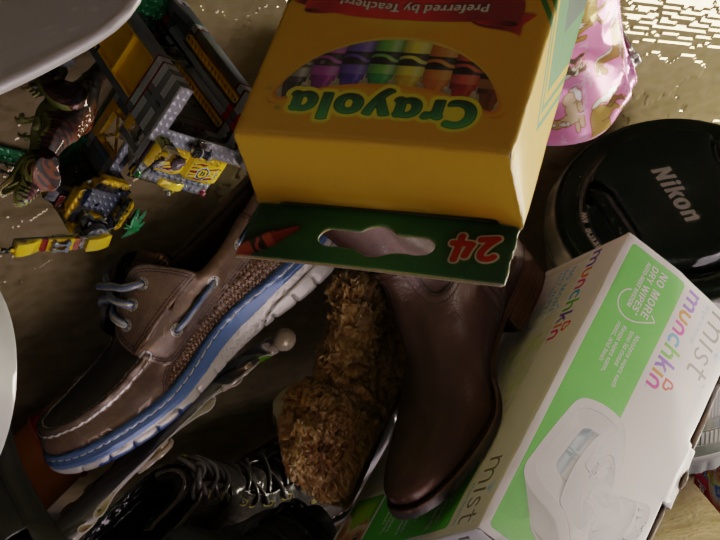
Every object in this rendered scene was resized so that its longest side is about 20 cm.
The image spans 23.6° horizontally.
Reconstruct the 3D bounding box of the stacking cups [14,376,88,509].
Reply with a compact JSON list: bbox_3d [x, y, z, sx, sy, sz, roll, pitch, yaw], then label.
[{"bbox_3d":[-0.210,0.143,0.979,0.200,0.061,0.060,-41,143,4],"label":"stacking cups"}]

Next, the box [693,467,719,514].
[{"bbox_3d":[0.388,0.143,1.435,0.199,0.100,0.096,-26,142,-16],"label":"box"}]

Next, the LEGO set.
[{"bbox_3d":[-0.137,-0.062,0.770,0.154,0.116,0.200,-48,142,13],"label":"LEGO set"}]

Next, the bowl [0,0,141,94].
[{"bbox_3d":[-0.195,-0.144,0.616,0.199,0.075,0.201,-23,98,-17],"label":"bowl"}]

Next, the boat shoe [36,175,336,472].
[{"bbox_3d":[-0.103,0.021,0.917,0.200,0.072,0.073,-44,114,-16],"label":"boat shoe"}]

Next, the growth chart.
[{"bbox_3d":[-0.128,0.111,0.958,0.200,0.018,0.145,-45,-174,-27],"label":"growth chart"}]

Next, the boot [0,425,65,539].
[{"bbox_3d":[-0.243,0.152,0.895,0.077,0.139,0.200,16,119,-48],"label":"boot"}]

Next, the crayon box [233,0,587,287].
[{"bbox_3d":[0.026,-0.089,0.764,0.126,0.201,0.051,5,143,18],"label":"crayon box"}]

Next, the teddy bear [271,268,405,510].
[{"bbox_3d":[0.005,0.036,0.999,0.201,0.066,0.145,-66,172,7],"label":"teddy bear"}]

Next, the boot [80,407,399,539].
[{"bbox_3d":[-0.068,0.132,1.041,0.200,0.069,0.174,-42,159,8],"label":"boot"}]

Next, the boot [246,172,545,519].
[{"bbox_3d":[0.000,0.000,0.882,0.064,0.187,0.200,-16,129,42],"label":"boot"}]

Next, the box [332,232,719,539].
[{"bbox_3d":[0.095,0.103,0.960,0.201,0.097,0.176,-58,-166,-29],"label":"box"}]

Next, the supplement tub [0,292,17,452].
[{"bbox_3d":[-0.267,0.043,0.754,0.199,0.145,0.145,11,122,-45],"label":"supplement tub"}]

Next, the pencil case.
[{"bbox_3d":[0.094,-0.155,0.892,0.086,0.083,0.201,-40,144,-17],"label":"pencil case"}]

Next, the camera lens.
[{"bbox_3d":[0.199,0.017,1.095,0.159,0.160,0.201,-27,142,-13],"label":"camera lens"}]

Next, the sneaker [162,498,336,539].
[{"bbox_3d":[-0.058,0.166,0.989,0.091,0.076,0.200,-41,163,-1],"label":"sneaker"}]
